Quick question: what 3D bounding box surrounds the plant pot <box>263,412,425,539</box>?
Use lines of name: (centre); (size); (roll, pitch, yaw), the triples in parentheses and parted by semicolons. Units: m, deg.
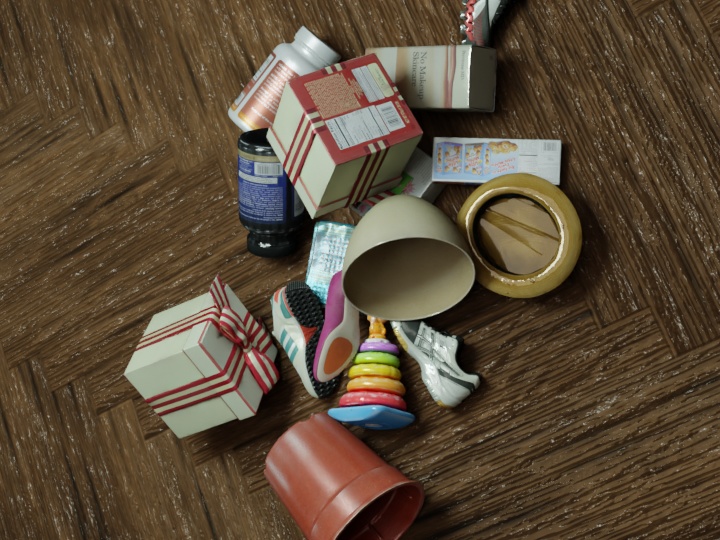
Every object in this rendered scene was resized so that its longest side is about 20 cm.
plant pot: (-0.038, 0.339, 1.665); (0.195, 0.201, 0.201); (43, 101, 31)

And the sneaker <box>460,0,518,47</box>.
sneaker: (0.217, -0.437, 1.712); (0.098, 0.071, 0.201); (10, 94, 16)

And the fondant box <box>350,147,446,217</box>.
fondant box: (0.028, -0.159, 1.760); (0.200, 0.058, 0.144); (38, 92, 25)

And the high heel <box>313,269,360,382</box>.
high heel: (-0.043, 0.088, 1.720); (0.096, 0.067, 0.200); (1, 56, 50)

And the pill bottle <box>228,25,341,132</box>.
pill bottle: (-0.127, -0.314, 1.831); (0.112, 0.112, 0.200); (44, 102, 23)

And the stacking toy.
stacking toy: (0.024, 0.150, 1.711); (0.116, 0.110, 0.201); (-11, 68, 38)

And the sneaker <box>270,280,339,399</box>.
sneaker: (-0.099, 0.120, 1.793); (0.093, 0.070, 0.200); (-20, 88, 55)

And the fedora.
fedora: (0.247, -0.051, 1.639); (0.200, 0.082, 0.201); (-3, 83, 22)

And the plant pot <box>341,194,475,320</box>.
plant pot: (0.067, -0.037, 1.621); (0.200, 0.200, 0.135); (-22, 49, 20)

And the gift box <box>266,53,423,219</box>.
gift box: (-0.014, -0.199, 1.646); (0.200, 0.187, 0.185); (-17, 71, -23)

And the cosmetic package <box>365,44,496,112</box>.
cosmetic package: (0.110, -0.306, 1.710); (0.200, 0.087, 0.104); (5, 96, 34)

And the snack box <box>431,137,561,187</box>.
snack box: (0.212, -0.170, 1.672); (0.199, 0.024, 0.072); (2, 84, 7)

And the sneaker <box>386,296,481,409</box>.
sneaker: (0.117, 0.116, 1.686); (0.088, 0.076, 0.200); (-34, 82, 10)

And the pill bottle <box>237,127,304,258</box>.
pill bottle: (-0.149, -0.128, 1.784); (0.112, 0.112, 0.200); (15, 117, 26)

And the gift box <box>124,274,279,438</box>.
gift box: (-0.252, 0.134, 1.766); (0.186, 0.185, 0.200); (-21, 34, 25)

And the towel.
towel: (0.000, 0.000, 1.779); (0.200, 0.022, 0.147); (10, 88, 25)
